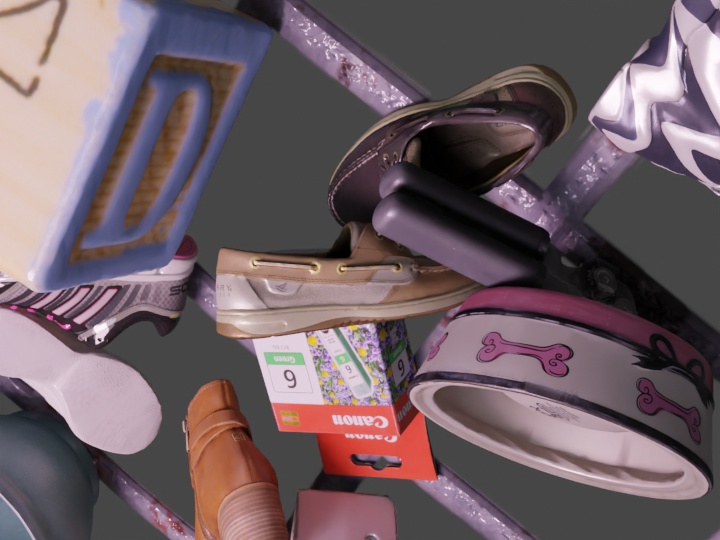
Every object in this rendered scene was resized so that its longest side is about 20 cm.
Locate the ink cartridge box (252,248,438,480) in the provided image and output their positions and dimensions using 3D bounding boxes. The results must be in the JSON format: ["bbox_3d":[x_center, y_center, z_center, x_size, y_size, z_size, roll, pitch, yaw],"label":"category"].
[{"bbox_3d":[-0.015,0.083,0.996,0.109,0.050,0.200,-1,114,29],"label":"ink cartridge box"}]

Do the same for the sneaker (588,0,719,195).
[{"bbox_3d":[0.230,-0.117,0.734,0.130,0.079,0.199,37,128,4],"label":"sneaker"}]

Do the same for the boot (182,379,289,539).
[{"bbox_3d":[-0.113,0.195,1.075,0.200,0.074,0.155,-57,46,46],"label":"boot"}]

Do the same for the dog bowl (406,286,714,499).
[{"bbox_3d":[0.135,0.077,0.844,0.200,0.074,0.200,18,163,6],"label":"dog bowl"}]

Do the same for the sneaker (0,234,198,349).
[{"bbox_3d":[-0.224,0.020,1.012,0.199,0.074,0.088,-3,114,-13],"label":"sneaker"}]

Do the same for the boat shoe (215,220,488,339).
[{"bbox_3d":[0.000,0.000,0.879,0.074,0.200,0.067,-173,75,-68],"label":"boat shoe"}]

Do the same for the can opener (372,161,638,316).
[{"bbox_3d":[0.092,0.000,0.851,0.200,0.053,0.067,25,141,-16],"label":"can opener"}]

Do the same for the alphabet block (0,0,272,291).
[{"bbox_3d":[-0.208,-0.121,0.856,0.200,0.196,0.196,29,101,12],"label":"alphabet block"}]

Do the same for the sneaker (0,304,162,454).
[{"bbox_3d":[-0.251,0.078,1.107,0.200,0.075,0.088,42,174,-30],"label":"sneaker"}]

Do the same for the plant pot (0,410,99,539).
[{"bbox_3d":[-0.319,0.208,1.181,0.200,0.134,0.201,13,122,22],"label":"plant pot"}]

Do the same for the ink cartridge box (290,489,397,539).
[{"bbox_3d":[-0.023,0.296,1.050,0.085,0.146,0.200,7,122,-6],"label":"ink cartridge box"}]

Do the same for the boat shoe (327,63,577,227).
[{"bbox_3d":[0.047,-0.074,0.867,0.200,0.065,0.073,-28,102,38],"label":"boat shoe"}]
